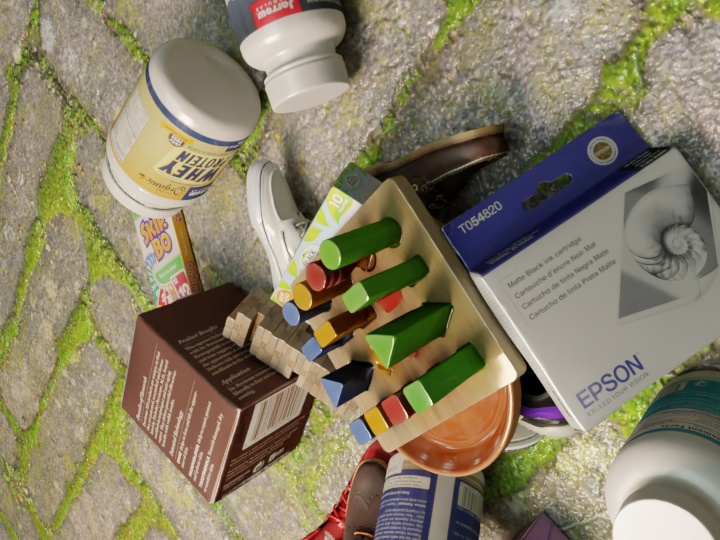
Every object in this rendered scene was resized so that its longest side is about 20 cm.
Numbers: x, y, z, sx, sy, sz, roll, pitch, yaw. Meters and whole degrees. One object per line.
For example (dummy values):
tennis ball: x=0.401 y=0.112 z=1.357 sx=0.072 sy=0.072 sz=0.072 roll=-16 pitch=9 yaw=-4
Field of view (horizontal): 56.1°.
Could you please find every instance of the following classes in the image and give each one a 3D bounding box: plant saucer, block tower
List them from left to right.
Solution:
block tower: x=-0.069 y=0.101 z=0.822 sx=0.198 sy=0.058 sz=0.054 roll=31 pitch=131 yaw=6
plant saucer: x=0.070 y=0.097 z=0.656 sx=0.199 sy=0.032 sz=0.204 roll=17 pitch=115 yaw=42

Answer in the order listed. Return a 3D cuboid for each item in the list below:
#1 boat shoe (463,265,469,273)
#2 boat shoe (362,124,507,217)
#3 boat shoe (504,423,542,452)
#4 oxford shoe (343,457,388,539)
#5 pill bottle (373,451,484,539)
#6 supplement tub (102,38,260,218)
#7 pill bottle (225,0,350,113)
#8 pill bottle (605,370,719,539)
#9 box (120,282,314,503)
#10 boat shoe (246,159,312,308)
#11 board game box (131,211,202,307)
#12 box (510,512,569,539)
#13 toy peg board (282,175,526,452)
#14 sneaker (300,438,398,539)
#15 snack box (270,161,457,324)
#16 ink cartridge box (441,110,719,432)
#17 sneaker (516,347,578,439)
boat shoe: x=0.121 y=0.034 z=0.690 sx=0.199 sy=0.075 sz=0.075 roll=-22 pitch=57 yaw=48
boat shoe: x=0.069 y=-0.089 z=0.688 sx=0.199 sy=0.070 sz=0.072 roll=-15 pitch=86 yaw=48
boat shoe: x=0.107 y=0.166 z=0.740 sx=0.197 sy=0.076 sz=0.061 roll=4 pitch=144 yaw=28
oxford shoe: x=0.011 y=0.315 z=0.755 sx=0.070 sy=0.073 sz=0.204 roll=-2 pitch=76 yaw=12
pill bottle: x=0.065 y=0.301 z=0.701 sx=0.109 sy=0.202 sz=0.112 roll=10 pitch=147 yaw=7
supplement tub: x=-0.231 y=-0.171 z=0.851 sx=0.200 sy=0.144 sz=0.146 roll=-40 pitch=78 yaw=38
pill bottle: x=-0.081 y=-0.281 z=0.718 sx=0.118 sy=0.119 sz=0.203 roll=-15 pitch=94 yaw=39
pill bottle: x=0.260 y=0.162 z=0.526 sx=0.109 sy=0.199 sz=0.113 roll=12 pitch=111 yaw=34
box: x=-0.183 y=0.153 z=0.893 sx=0.199 sy=0.165 sz=0.166 roll=36 pitch=123 yaw=25
boat shoe: x=-0.080 y=-0.039 z=0.827 sx=0.066 sy=0.074 sz=0.203 roll=-2 pitch=115 yaw=27
board game box: x=-0.293 y=-0.031 z=1.018 sx=0.094 sy=0.030 sz=0.204 roll=-8 pitch=96 yaw=39
box: x=0.197 y=0.401 z=0.713 sx=0.200 sy=0.096 sz=0.177 roll=45 pitch=126 yaw=18
toy peg board: x=0.006 y=0.060 z=0.609 sx=0.199 sy=0.097 sz=0.202 roll=-43 pitch=75 yaw=44
sneaker: x=-0.006 y=0.300 z=0.829 sx=0.078 sy=0.115 sz=0.203 roll=30 pitch=120 yaw=27
snack box: x=0.000 y=0.000 z=0.723 sx=0.141 sy=0.053 sz=0.201 roll=33 pitch=136 yaw=-1
ink cartridge box: x=0.199 y=-0.009 z=0.551 sx=0.198 sy=0.041 sz=0.201 roll=-33 pitch=80 yaw=-4
sneaker: x=0.123 y=0.100 z=0.674 sx=0.197 sy=0.070 sz=0.100 roll=4 pitch=139 yaw=29
